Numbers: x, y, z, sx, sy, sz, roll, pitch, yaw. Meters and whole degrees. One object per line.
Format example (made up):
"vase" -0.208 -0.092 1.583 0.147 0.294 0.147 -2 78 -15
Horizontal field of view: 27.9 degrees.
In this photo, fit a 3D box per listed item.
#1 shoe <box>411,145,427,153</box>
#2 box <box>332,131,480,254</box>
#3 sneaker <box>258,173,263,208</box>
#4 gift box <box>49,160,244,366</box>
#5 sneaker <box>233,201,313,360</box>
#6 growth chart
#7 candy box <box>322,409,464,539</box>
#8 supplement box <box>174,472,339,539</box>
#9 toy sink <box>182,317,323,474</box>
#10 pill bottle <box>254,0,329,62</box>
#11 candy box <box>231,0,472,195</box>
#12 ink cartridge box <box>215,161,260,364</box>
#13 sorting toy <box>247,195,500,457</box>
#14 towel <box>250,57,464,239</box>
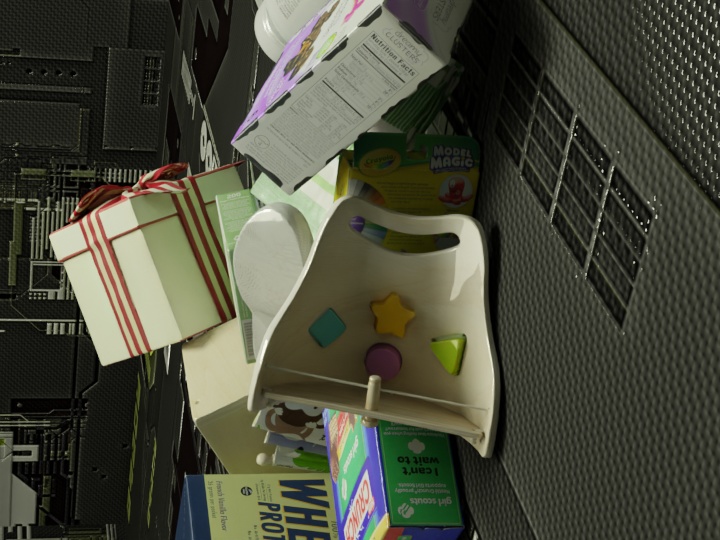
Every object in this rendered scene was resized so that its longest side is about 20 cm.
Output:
"shoe" 0.023 -0.105 1.357 0.200 0.069 0.054 -157 61 -77
"box" 0.031 -0.025 1.229 0.048 0.116 0.202 -117 32 -59
"sneaker" -0.069 -0.063 1.583 0.201 0.075 0.116 115 155 -53
"gift box" -0.207 -0.022 1.619 0.199 0.184 0.188 -20 93 39
"sneaker" -0.058 0.008 1.282 0.089 0.075 0.201 -48 -29 -40
"growth chart" -0.037 0.133 1.439 0.018 0.143 0.201 -100 20 -49
"candy box" 0.025 0.177 1.313 0.170 0.076 0.201 112 154 -53
"supplement box" -0.087 0.322 1.491 0.135 0.198 0.201 -104 21 -45
"toy sink" -0.100 0.165 1.556 0.201 0.111 0.131 61 -174 -37
"pill bottle" -0.033 -0.284 1.451 0.200 0.113 0.115 141 130 -60
"candy box" 0.002 -0.180 1.177 0.200 0.071 0.168 -37 20 39
"ink cartridge box" -0.117 -0.023 1.499 0.201 0.047 0.146 -109 10 -53
"sorting toy" 0.025 0.036 1.176 0.107 0.198 0.182 -64 -15 -78
"towel" -0.005 -0.123 1.297 0.152 0.023 0.201 38 98 45
